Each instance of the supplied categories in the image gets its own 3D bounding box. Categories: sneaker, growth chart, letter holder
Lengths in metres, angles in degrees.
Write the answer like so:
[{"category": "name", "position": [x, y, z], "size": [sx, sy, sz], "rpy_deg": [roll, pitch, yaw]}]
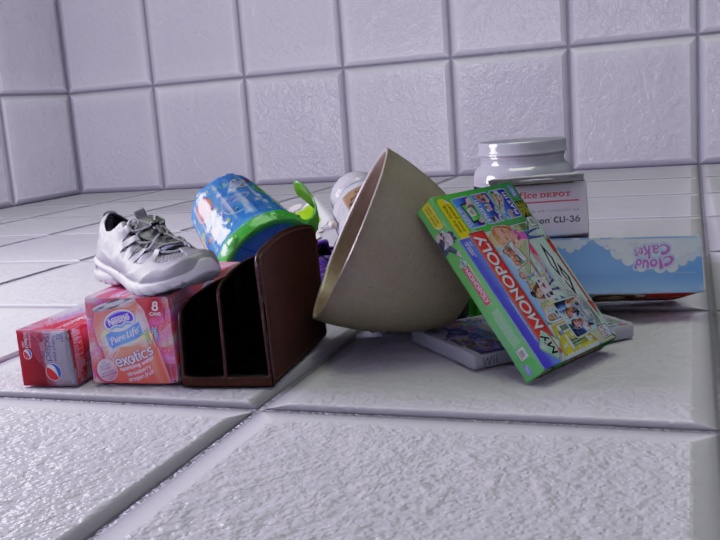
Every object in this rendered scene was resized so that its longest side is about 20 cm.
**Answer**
[{"category": "sneaker", "position": [-0.053, -0.007, 1.327], "size": [0.080, 0.084, 0.200], "rpy_deg": [-6, 10, -12]}, {"category": "growth chart", "position": [-0.130, -0.047, 1.428], "size": [0.199, 0.018, 0.145], "rpy_deg": [-35, 35, -12]}, {"category": "letter holder", "position": [-0.115, 0.028, 0.989], "size": [0.100, 0.144, 0.200], "rpy_deg": [-2, 11, 14]}, {"category": "sneaker", "position": [-0.222, -0.023, 0.945], "size": [0.199, 0.083, 0.074], "rpy_deg": [6, 15, 42]}]

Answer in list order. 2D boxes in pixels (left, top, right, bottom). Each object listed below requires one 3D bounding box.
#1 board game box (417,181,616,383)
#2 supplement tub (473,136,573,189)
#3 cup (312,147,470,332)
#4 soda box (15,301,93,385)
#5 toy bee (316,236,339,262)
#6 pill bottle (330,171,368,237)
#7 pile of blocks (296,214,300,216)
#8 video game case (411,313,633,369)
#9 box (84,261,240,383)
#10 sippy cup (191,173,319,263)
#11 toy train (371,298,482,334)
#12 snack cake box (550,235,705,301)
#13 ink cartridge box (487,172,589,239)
[{"category": "board game box", "position": [0.158, 0.005, 0.915], "size": [0.134, 0.201, 0.029], "rpy_deg": [-14, -24, -44]}, {"category": "supplement tub", "position": [0.231, -0.082, 1.285], "size": [0.139, 0.202, 0.140], "rpy_deg": [-4, 10, 1]}, {"category": "cup", "position": [0.050, -0.013, 0.997], "size": [0.142, 0.202, 0.200], "rpy_deg": [23, 7, -8]}, {"category": "soda box", "position": [-0.306, 0.073, 1.048], "size": [0.069, 0.064, 0.200], "rpy_deg": [-1, 10, 15]}, {"category": "toy bee", "position": [0.000, 0.000, 1.189], "size": [0.198, 0.110, 0.131], "rpy_deg": [-17, 0, -18]}, {"category": "pill bottle", "position": [0.018, -0.075, 1.419], "size": [0.113, 0.115, 0.200], "rpy_deg": [-7, 31, -13]}, {"category": "pile of blocks", "position": [-0.151, -0.020, 1.293], "size": [0.199, 0.082, 0.062], "rpy_deg": [-32, 2, 19]}, {"category": "video game case", "position": [0.174, 0.068, 1.000], "size": [0.198, 0.018, 0.143], "rpy_deg": [-9, 12, -22]}, {"category": "box", "position": [-0.211, 0.053, 1.025], "size": [0.102, 0.096, 0.200], "rpy_deg": [-1, 11, 16]}, {"category": "sippy cup", "position": [-0.151, -0.052, 1.185], "size": [0.177, 0.140, 0.130], "rpy_deg": [-5, 43, -42]}, {"category": "toy train", "position": [0.094, 0.047, 1.098], "size": [0.198, 0.042, 0.056], "rpy_deg": [-10, 22, -26]}, {"category": "snack cake box", "position": [0.291, 0.000, 1.085], "size": [0.198, 0.068, 0.115], "rpy_deg": [-1, -8, 3]}, {"category": "ink cartridge box", "position": [0.218, -0.063, 1.110], "size": [0.115, 0.068, 0.200], "rpy_deg": [-4, -10, 13]}]
